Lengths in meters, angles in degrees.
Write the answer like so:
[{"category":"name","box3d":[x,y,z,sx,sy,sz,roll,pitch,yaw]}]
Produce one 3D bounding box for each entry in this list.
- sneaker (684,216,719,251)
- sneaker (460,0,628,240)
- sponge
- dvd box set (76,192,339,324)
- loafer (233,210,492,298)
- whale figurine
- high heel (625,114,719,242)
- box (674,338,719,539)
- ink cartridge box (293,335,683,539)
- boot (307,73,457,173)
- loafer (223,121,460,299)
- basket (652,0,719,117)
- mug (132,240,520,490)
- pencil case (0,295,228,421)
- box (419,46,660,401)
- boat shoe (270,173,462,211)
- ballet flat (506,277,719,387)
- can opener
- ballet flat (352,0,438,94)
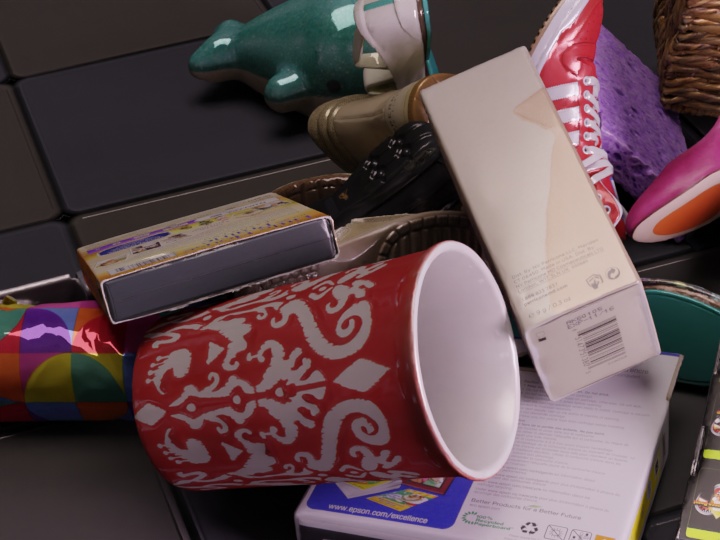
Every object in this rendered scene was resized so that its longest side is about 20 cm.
[{"category":"sneaker","box3d":[0.316,-0.018,1.337,0.199,0.074,0.081,20,62,29]},{"category":"sneaker","box3d":[0.153,-0.090,1.320,0.112,0.202,0.071,24,3,16]},{"category":"sponge","box3d":[0.203,-0.114,1.454,0.030,0.111,0.201,-40,24,24]},{"category":"dvd box set","box3d":[-0.102,-0.011,1.221,0.145,0.030,0.200,-17,10,-11]},{"category":"loafer","box3d":[0.000,0.000,1.271,0.198,0.077,0.068,-11,16,-28]},{"category":"whale figurine","box3d":[-0.046,-0.193,1.602,0.198,0.105,0.159,9,36,20]},{"category":"high heel","box3d":[0.239,-0.097,1.327,0.199,0.068,0.096,-31,63,-22]},{"category":"box","box3d":[0.298,0.100,1.116,0.198,0.048,0.195,7,58,18]},{"category":"ink cartridge box","box3d":[0.085,0.115,1.178,0.196,0.047,0.200,6,33,20]},{"category":"boot","box3d":[0.075,-0.095,1.457,0.199,0.074,0.155,11,-9,-35]},{"category":"loafer","box3d":[-0.008,-0.020,1.334,0.200,0.070,0.068,-38,31,9]},{"category":"basket","box3d":[0.337,-0.205,1.507,0.198,0.144,0.150,9,35,1]},{"category":"mug","box3d":[-0.013,0.073,1.136,0.198,0.177,0.135,-10,64,28]},{"category":"pencil case","box3d":[-0.176,0.055,1.264,0.198,0.089,0.089,2,34,6]},{"category":"box","box3d":[0.110,-0.032,1.202,0.077,0.095,0.201,-23,56,3]},{"category":"boat shoe","box3d":[0.025,-0.036,1.405,0.198,0.072,0.076,2,10,1]},{"category":"ballet flat","box3d":[0.176,0.033,1.277,0.198,0.070,0.071,5,15,16]},{"category":"can opener","box3d":[-0.186,0.012,1.358,0.198,0.054,0.067,-15,35,-17]},{"category":"ballet flat","box3d":[0.028,-0.163,1.482,0.069,0.200,0.070,-3,69,7]}]
